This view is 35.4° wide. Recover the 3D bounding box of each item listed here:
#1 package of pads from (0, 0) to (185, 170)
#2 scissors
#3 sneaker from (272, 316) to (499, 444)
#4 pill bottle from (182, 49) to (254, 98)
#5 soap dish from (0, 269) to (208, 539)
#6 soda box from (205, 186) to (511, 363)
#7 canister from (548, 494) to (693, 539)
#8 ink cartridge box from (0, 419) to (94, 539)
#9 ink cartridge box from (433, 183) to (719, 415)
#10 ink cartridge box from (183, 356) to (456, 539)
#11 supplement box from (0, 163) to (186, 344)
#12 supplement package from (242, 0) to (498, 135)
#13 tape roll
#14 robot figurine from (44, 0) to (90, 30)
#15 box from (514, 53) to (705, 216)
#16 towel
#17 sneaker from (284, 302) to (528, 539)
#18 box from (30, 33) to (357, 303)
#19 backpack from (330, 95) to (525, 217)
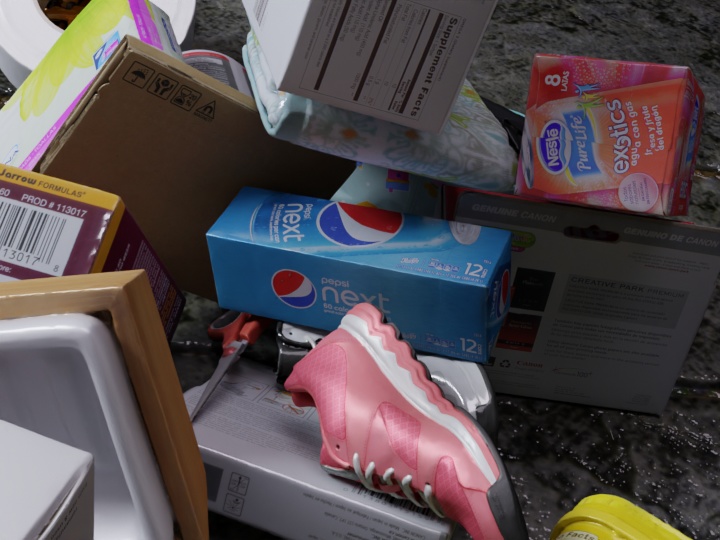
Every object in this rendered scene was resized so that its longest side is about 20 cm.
[{"bbox_3d":[-0.223,-0.120,0.902,0.068,0.200,0.155,33,20,-38],"label":"package of pads"},{"bbox_3d":[-0.082,0.050,0.782,0.073,0.014,0.200,-28,14,6],"label":"scissors"},{"bbox_3d":[0.005,0.079,0.786,0.115,0.076,0.200,-10,27,-25],"label":"sneaker"},{"bbox_3d":[-0.126,-0.100,0.939,0.113,0.114,0.200,1,28,-14],"label":"pill bottle"},{"bbox_3d":[-0.182,0.078,0.589,0.199,0.158,0.081,-5,24,17],"label":"soap dish"},{"bbox_3d":[0.000,0.000,0.773,0.199,0.068,0.064,10,41,18],"label":"soda box"},{"bbox_3d":[0.127,0.232,0.615,0.148,0.087,0.200,31,43,25],"label":"canister"},{"bbox_3d":[-0.205,0.156,0.531,0.145,0.201,0.085,18,36,10],"label":"ink cartridge box"},{"bbox_3d":[0.150,0.006,0.842,0.199,0.176,0.084,9,37,-4],"label":"ink cartridge box"},{"bbox_3d":[-0.027,0.125,0.753,0.199,0.044,0.174,18,12,10],"label":"ink cartridge box"},{"bbox_3d":[-0.192,0.013,0.719,0.110,0.200,0.086,16,73,8],"label":"supplement box"},{"bbox_3d":[0.006,-0.206,0.718,0.110,0.156,0.200,12,27,-20],"label":"supplement package"},{"bbox_3d":[-0.259,-0.252,1.083,0.201,0.071,0.203,3,72,-9],"label":"tape roll"},{"bbox_3d":[-0.278,-0.273,1.199,0.144,0.058,0.200,11,36,0],"label":"robot figurine"},{"bbox_3d":[0.181,-0.091,0.797,0.102,0.095,0.200,9,6,20],"label":"box"},{"bbox_3d":[0.008,-0.127,0.800,0.170,0.048,0.200,10,29,-19],"label":"towel"},{"bbox_3d":[0.024,0.110,0.677,0.087,0.074,0.200,-34,49,-9],"label":"sneaker"},{"bbox_3d":[-0.124,-0.060,0.805,0.200,0.164,0.021,23,30,-38],"label":"box"},{"bbox_3d":[0.056,-0.077,0.944,0.199,0.154,0.176,12,29,12],"label":"backpack"}]
